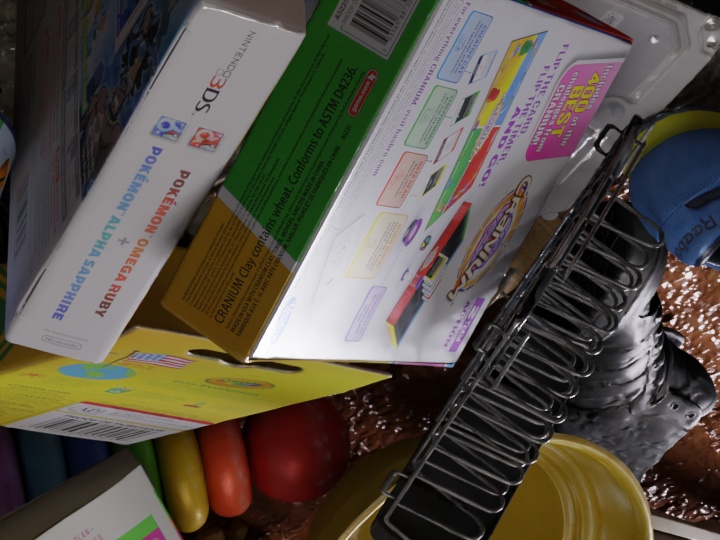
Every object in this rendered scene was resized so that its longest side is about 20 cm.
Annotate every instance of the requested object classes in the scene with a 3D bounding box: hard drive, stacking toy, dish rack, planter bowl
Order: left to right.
[{"bbox_3d":[-0.102,0.101,1.410,0.199,0.086,0.086,-10,140,-8],"label":"stacking toy"},{"bbox_3d":[0.034,0.141,1.411,0.200,0.083,0.201,-16,127,-23],"label":"planter bowl"},{"bbox_3d":[0.040,-0.099,1.236,0.200,0.038,0.140,19,132,-31],"label":"hard drive"},{"bbox_3d":[0.074,0.033,1.235,0.054,0.154,0.200,31,140,1],"label":"dish rack"}]

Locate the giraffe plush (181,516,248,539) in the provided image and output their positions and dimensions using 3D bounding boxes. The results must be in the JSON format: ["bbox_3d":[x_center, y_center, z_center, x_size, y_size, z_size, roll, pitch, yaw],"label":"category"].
[{"bbox_3d":[-0.111,0.196,1.475,0.162,0.173,0.200,-31,110,8],"label":"giraffe plush"}]

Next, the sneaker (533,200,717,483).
[{"bbox_3d":[0.127,0.040,1.400,0.104,0.060,0.200,10,141,-20],"label":"sneaker"}]

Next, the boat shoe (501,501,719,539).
[{"bbox_3d":[0.153,0.153,1.514,0.199,0.072,0.060,15,90,-30],"label":"boat shoe"}]

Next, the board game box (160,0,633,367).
[{"bbox_3d":[0.019,-0.039,1.089,0.153,0.040,0.200,-61,159,9],"label":"board game box"}]

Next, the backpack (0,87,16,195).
[{"bbox_3d":[-0.228,-0.037,1.115,0.200,0.155,0.190,26,152,-21],"label":"backpack"}]

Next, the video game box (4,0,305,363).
[{"bbox_3d":[-0.078,-0.099,1.086,0.047,0.200,0.182,14,135,-19],"label":"video game box"}]

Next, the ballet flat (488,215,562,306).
[{"bbox_3d":[0.000,0.000,1.314,0.199,0.072,0.068,5,135,-18],"label":"ballet flat"}]

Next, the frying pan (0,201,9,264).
[{"bbox_3d":[-0.231,-0.023,1.271,0.190,0.031,0.115,30,121,-23],"label":"frying pan"}]

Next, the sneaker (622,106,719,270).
[{"bbox_3d":[0.201,-0.020,1.312,0.200,0.079,0.066,5,137,-39],"label":"sneaker"}]

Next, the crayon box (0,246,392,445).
[{"bbox_3d":[-0.092,0.029,1.222,0.127,0.051,0.200,12,163,-35],"label":"crayon box"}]

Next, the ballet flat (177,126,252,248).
[{"bbox_3d":[0.000,-0.042,1.213,0.199,0.067,0.068,-18,140,9],"label":"ballet flat"}]

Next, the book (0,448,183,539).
[{"bbox_3d":[-0.116,0.200,1.377,0.133,0.048,0.200,-31,114,-10],"label":"book"}]
